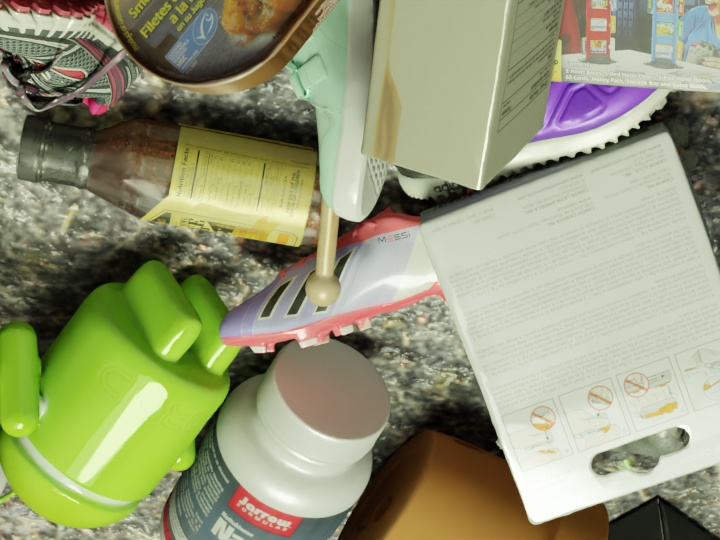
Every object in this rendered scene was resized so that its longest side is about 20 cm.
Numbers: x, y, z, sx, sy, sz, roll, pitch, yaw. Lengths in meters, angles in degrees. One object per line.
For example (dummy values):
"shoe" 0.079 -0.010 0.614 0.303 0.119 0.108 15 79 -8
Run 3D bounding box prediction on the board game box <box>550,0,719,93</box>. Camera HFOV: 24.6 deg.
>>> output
"board game box" 0.153 -0.200 0.863 0.198 0.062 0.202 7 115 18

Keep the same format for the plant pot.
"plant pot" 0.068 0.213 1.215 0.140 0.201 0.200 36 127 -9

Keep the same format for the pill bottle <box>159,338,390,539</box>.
"pill bottle" -0.060 0.145 1.191 0.119 0.120 0.201 18 132 -15

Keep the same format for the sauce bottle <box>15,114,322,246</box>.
"sauce bottle" -0.114 -0.060 1.033 0.198 0.066 0.066 10 134 -5

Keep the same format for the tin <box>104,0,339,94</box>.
"tin" -0.048 -0.182 0.852 0.112 0.042 0.200 41 94 9

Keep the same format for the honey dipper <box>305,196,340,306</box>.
"honey dipper" -0.016 -0.073 0.985 0.038 0.038 0.202 6 113 -3

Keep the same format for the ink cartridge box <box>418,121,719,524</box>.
"ink cartridge box" 0.143 0.032 0.995 0.161 0.050 0.202 -20 101 9

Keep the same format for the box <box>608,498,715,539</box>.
"box" 0.255 0.288 1.348 0.199 0.079 0.141 36 129 -28

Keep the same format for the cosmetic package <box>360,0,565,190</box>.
"cosmetic package" 0.060 -0.155 0.823 0.070 0.105 0.202 18 118 18

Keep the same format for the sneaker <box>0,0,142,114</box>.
"sneaker" -0.175 -0.124 0.887 0.075 0.080 0.199 -58 156 14

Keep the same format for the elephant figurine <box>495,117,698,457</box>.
"elephant figurine" 0.150 0.016 1.071 0.141 0.155 0.201 17 143 52

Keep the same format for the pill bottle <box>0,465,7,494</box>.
"pill bottle" -0.347 0.101 1.163 0.111 0.113 0.200 -22 129 22

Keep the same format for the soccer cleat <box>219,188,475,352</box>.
"soccer cleat" 0.000 0.000 1.069 0.198 0.077 0.067 -16 177 6

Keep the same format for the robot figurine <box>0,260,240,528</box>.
"robot figurine" -0.168 0.091 1.122 0.200 0.116 0.175 -51 144 16

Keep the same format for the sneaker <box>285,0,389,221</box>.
"sneaker" -0.044 -0.124 0.902 0.117 0.203 0.074 -4 174 10

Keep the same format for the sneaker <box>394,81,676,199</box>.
"sneaker" 0.091 -0.116 0.966 0.199 0.070 0.100 -22 124 19
